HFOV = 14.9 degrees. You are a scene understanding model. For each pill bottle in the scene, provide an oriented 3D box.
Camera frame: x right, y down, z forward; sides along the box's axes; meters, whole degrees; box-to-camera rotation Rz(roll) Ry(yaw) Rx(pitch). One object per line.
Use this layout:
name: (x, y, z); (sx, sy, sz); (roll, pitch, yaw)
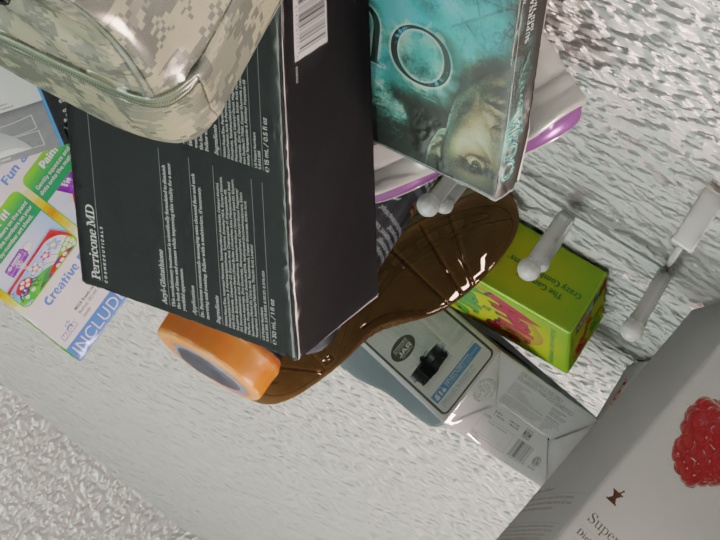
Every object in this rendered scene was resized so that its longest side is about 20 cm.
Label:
pill bottle: (-0.035, -0.026, 1.577); (0.106, 0.200, 0.106); (31, 167, 8)

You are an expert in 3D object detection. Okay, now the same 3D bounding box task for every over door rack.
over door rack: (0.109, -0.029, 1.519); (0.147, 0.067, 0.200); (31, 168, 5)

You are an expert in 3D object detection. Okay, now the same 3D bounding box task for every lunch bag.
lunch bag: (-0.095, -0.178, 1.166); (0.139, 0.200, 0.168); (27, 170, 12)

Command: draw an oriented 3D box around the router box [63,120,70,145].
router box: (-0.092, -0.100, 1.537); (0.052, 0.158, 0.200); (31, 167, 9)

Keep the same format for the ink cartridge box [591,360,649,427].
ink cartridge box: (0.215, 0.140, 1.760); (0.125, 0.129, 0.200); (35, 168, -9)

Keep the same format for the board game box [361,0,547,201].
board game box: (-0.002, -0.131, 1.325); (0.200, 0.028, 0.136); (27, 130, 27)

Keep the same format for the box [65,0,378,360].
box: (-0.069, -0.076, 1.341); (0.141, 0.079, 0.201); (17, 126, 29)

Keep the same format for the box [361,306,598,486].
box: (0.057, 0.055, 1.847); (0.117, 0.060, 0.200); (35, -176, -39)

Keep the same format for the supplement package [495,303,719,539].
supplement package: (0.190, 0.127, 1.570); (0.121, 0.200, 0.120); (43, 167, -5)

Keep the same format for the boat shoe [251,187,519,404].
boat shoe: (0.000, 0.000, 1.661); (0.072, 0.200, 0.072); (56, 179, -42)

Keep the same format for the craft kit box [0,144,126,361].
craft kit box: (-0.201, -0.076, 1.799); (0.197, 0.200, 0.048); (41, 173, -32)

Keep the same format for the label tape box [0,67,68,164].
label tape box: (-0.228, -0.147, 1.636); (0.200, 0.144, 0.063); (74, 179, -55)

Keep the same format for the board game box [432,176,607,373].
board game box: (0.058, -0.015, 1.742); (0.200, 0.048, 0.102); (31, 167, 11)

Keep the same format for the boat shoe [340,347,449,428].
boat shoe: (0.045, 0.058, 2.008); (0.068, 0.074, 0.199); (11, -167, -36)

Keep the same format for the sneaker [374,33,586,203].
sneaker: (0.028, -0.093, 1.400); (0.200, 0.075, 0.100); (-17, 103, 46)
